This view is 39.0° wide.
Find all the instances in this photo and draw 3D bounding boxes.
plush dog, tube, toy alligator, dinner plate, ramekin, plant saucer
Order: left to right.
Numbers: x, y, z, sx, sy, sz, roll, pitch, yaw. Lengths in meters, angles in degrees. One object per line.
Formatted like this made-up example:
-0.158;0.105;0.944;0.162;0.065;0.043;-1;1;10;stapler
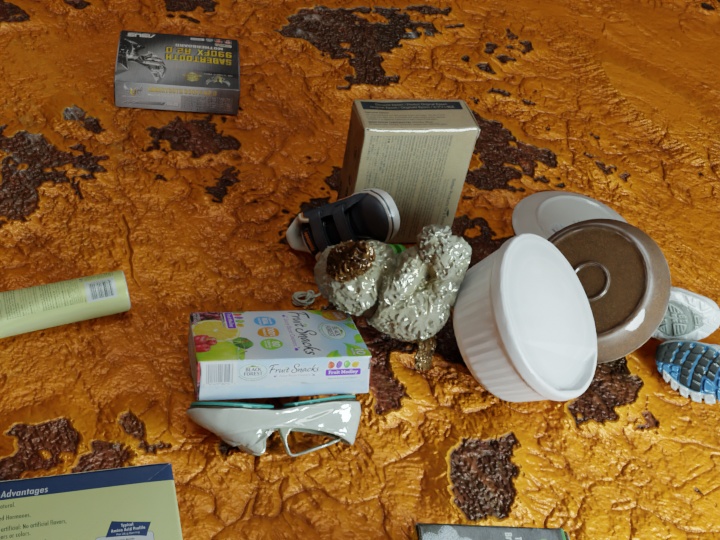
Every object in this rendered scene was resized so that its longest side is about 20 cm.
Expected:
-0.380;0.043;1.224;0.197;0.053;0.058;-12;4;-20;tube
0.000;0.000;1.350;0.197;0.055;0.059;-15;47;-28;toy alligator
0.024;0.021;1.234;0.169;0.200;0.163;18;77;-6;plush dog
0.195;0.066;1.233;0.201;0.094;0.205;25;54;-39;ramekin
0.325;-0.063;1.523;0.197;0.025;0.202;6;41;-5;dinner plate
0.301;0.019;1.324;0.197;0.034;0.203;-10;66;21;plant saucer

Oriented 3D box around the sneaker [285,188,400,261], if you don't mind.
-0.027;-0.054;1.335;0.079;0.199;0.080;-26;97;-31;sneaker

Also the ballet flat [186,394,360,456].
-0.093;0.175;1.130;0.196;0.070;0.070;-1;42;-14;ballet flat

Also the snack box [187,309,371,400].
-0.099;0.095;1.190;0.196;0.054;0.142;0;21;-13;snack box

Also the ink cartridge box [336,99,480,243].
0.059;-0.134;1.403;0.162;0.202;0.076;-3;43;-17;ink cartridge box

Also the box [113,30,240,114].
-0.295;-0.322;1.647;0.196;0.049;0.160;3;41;-10;box

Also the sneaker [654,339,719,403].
0.477;0.130;1.319;0.197;0.076;0.087;17;23;5;sneaker

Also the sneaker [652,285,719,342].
0.382;0.038;1.361;0.197;0.079;0.099;9;29;21;sneaker

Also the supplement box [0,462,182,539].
-0.252;0.300;0.894;0.197;0.136;0.201;-3;43;-16;supplement box

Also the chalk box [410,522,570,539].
0.141;0.329;0.965;0.196;0.125;0.125;5;40;-8;chalk box
